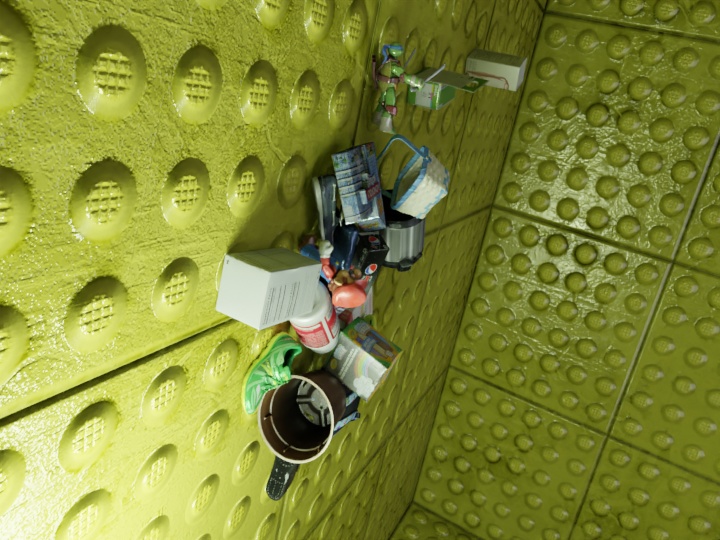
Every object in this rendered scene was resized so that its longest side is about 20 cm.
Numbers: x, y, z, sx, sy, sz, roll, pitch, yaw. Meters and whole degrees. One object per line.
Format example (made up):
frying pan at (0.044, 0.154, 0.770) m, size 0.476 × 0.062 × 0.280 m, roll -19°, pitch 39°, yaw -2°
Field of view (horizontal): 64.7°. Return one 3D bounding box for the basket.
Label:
basket at (0.119, -0.240, 1.473) m, size 0.176 × 0.196 × 0.143 m, roll -40°, pitch -148°, yaw 44°

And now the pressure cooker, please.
pressure cooker at (0.103, -0.105, 1.626) m, size 0.177 × 0.173 × 0.205 m, roll -54°, pitch 153°, yaw -41°

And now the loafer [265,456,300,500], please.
loafer at (-0.198, 0.521, 1.555) m, size 0.205 × 0.071 × 0.071 m, roll -64°, pitch 164°, yaw 3°

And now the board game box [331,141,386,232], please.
board game box at (0.005, -0.182, 1.319) m, size 0.200 × 0.059 × 0.207 m, roll -52°, pitch 131°, yaw -69°

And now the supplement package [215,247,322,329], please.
supplement package at (-0.177, 0.029, 1.126) m, size 0.199 × 0.111 × 0.114 m, roll -13°, pitch 119°, yaw -64°

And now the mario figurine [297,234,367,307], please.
mario figurine at (-0.049, -0.003, 1.281) m, size 0.122 × 0.200 × 0.108 m, roll -3°, pitch 132°, yaw -54°

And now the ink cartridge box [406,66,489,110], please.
ink cartridge box at (0.249, -0.510, 1.619) m, size 0.148 × 0.195 × 0.078 m, roll -42°, pitch 146°, yaw -48°

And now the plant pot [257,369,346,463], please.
plant pot at (-0.130, 0.344, 1.425) m, size 0.198 × 0.194 × 0.207 m, roll -9°, pitch 117°, yaw -75°

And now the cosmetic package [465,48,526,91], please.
cosmetic package at (0.478, -0.715, 2.020) m, size 0.104 × 0.195 × 0.090 m, roll -48°, pitch 149°, yaw -41°

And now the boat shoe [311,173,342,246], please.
boat shoe at (-0.071, -0.132, 1.302) m, size 0.076 × 0.060 × 0.205 m, roll -111°, pitch -168°, yaw -50°

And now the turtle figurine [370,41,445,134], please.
turtle figurine at (0.105, -0.441, 1.389) m, size 0.197 × 0.142 × 0.200 m, roll -15°, pitch 130°, yaw -51°

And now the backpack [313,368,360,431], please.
backpack at (-0.076, 0.365, 1.625) m, size 0.199 × 0.131 × 0.189 m, roll -24°, pitch 130°, yaw -63°

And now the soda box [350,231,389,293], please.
soda box at (0.000, 0.000, 1.424) m, size 0.069 × 0.064 × 0.203 m, roll -8°, pitch 139°, yaw -35°

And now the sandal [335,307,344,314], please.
sandal at (-0.047, 0.040, 1.534) m, size 0.082 × 0.049 × 0.205 m, roll 41°, pitch 78°, yaw -28°

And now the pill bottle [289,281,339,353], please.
pill bottle at (-0.110, 0.117, 1.367) m, size 0.114 × 0.109 × 0.202 m, roll -59°, pitch 156°, yaw -25°

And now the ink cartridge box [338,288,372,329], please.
ink cartridge box at (-0.018, 0.112, 1.650) m, size 0.201 × 0.066 × 0.119 m, roll -52°, pitch 152°, yaw -40°

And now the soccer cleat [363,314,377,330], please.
soccer cleat at (0.034, 0.231, 1.631) m, size 0.082 × 0.063 × 0.208 m, roll 10°, pitch 73°, yaw -46°

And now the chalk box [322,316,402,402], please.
chalk box at (-0.011, 0.219, 1.509) m, size 0.127 × 0.198 × 0.123 m, roll -59°, pitch 167°, yaw 26°

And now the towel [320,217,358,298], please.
towel at (-0.056, -0.025, 1.403) m, size 0.047 × 0.112 × 0.207 m, roll 7°, pitch 110°, yaw -22°

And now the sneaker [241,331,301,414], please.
sneaker at (-0.200, 0.231, 1.277) m, size 0.203 × 0.081 × 0.075 m, roll -59°, pitch 156°, yaw -26°
